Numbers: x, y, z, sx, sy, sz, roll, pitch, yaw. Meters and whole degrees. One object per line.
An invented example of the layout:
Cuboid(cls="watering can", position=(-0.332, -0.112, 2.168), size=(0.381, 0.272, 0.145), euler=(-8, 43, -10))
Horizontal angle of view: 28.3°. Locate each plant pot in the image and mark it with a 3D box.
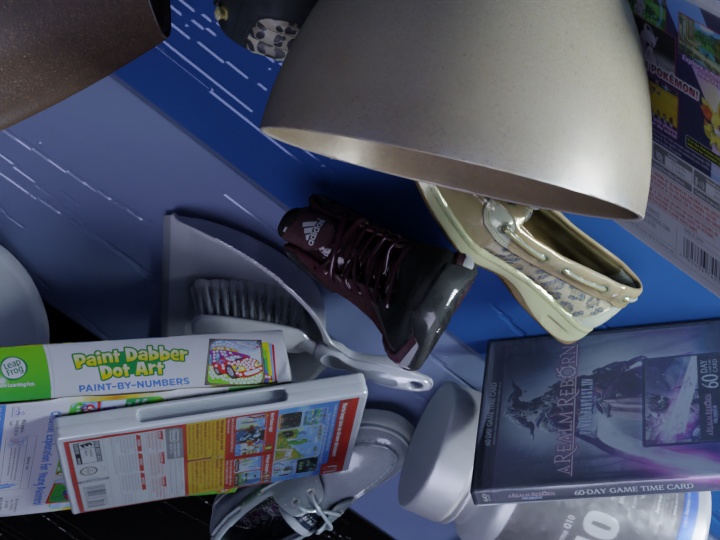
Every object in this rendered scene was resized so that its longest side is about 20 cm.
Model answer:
Cuboid(cls="plant pot", position=(0.061, -0.112, 0.726), size=(0.199, 0.200, 0.135), euler=(14, 90, -2))
Cuboid(cls="plant pot", position=(-0.211, -0.154, 0.779), size=(0.199, 0.187, 0.187), euler=(-11, 129, 3))

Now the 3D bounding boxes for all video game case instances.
Cuboid(cls="video game case", position=(0.175, 0.089, 0.926), size=(0.199, 0.143, 0.019), euler=(-6, 128, 15))
Cuboid(cls="video game case", position=(-0.100, 0.118, 0.961), size=(0.199, 0.018, 0.143), euler=(-7, 153, -10))
Cuboid(cls="video game case", position=(0.165, -0.084, 0.765), size=(0.023, 0.200, 0.183), euler=(-27, 133, -20))

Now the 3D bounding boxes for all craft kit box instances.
Cuboid(cls="craft kit box", position=(-0.164, 0.108, 0.978), size=(0.197, 0.049, 0.200), euler=(0, 151, -18))

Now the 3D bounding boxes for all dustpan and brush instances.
Cuboid(cls="dustpan and brush", position=(-0.046, 0.044, 0.982), size=(0.199, 0.057, 0.140), euler=(10, 132, 2))

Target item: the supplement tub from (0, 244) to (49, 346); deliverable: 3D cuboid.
Cuboid(cls="supplement tub", position=(-0.330, 0.060, 1.008), size=(0.199, 0.123, 0.123), euler=(-21, 124, 27))

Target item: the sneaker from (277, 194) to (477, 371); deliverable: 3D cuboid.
Cuboid(cls="sneaker", position=(0.000, 0.000, 0.871), size=(0.115, 0.200, 0.076), euler=(32, 87, -3))

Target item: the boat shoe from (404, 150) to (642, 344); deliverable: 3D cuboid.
Cuboid(cls="boat shoe", position=(0.100, -0.031, 0.890), size=(0.063, 0.073, 0.200), euler=(-30, 131, 24))

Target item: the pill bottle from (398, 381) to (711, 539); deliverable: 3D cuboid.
Cuboid(cls="pill bottle", position=(0.135, 0.158, 1.014), size=(0.199, 0.114, 0.114), euler=(22, 131, -8))

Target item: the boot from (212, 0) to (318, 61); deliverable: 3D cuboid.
Cuboid(cls="boot", position=(-0.067, -0.197, 0.763), size=(0.203, 0.074, 0.154), euler=(16, 131, -11))

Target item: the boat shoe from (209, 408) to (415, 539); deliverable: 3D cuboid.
Cuboid(cls="boat shoe", position=(-0.039, 0.173, 1.087), size=(0.200, 0.072, 0.070), euler=(-31, 119, 31))
